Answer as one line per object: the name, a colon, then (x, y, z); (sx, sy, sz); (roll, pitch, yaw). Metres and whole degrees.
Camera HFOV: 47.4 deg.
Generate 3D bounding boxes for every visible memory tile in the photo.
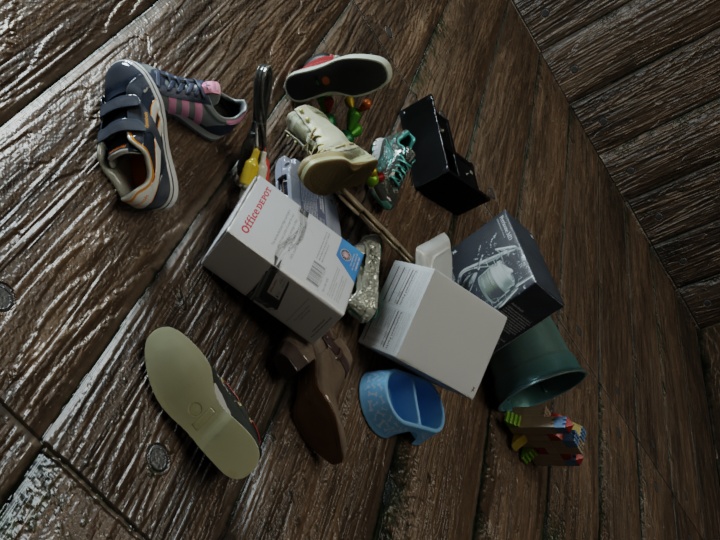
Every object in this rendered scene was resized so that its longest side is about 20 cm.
memory tile: (0.018, -0.088, 1.456); (0.200, 0.017, 0.153); (43, 5, -29)

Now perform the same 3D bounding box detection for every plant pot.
plant pot: (0.347, 0.166, 1.729); (0.199, 0.199, 0.199); (18, 46, -52)

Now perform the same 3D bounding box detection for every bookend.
bookend: (0.191, -0.257, 1.856); (0.199, 0.091, 0.202); (24, 49, -51)

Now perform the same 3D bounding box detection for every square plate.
square plate: (0.140, 0.043, 1.526); (0.198, 0.028, 0.204); (-28, 119, -68)

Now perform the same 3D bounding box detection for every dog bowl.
dog bowl: (0.076, 0.225, 1.373); (0.199, 0.049, 0.113); (27, 48, -49)

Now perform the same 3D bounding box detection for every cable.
cable: (-0.144, -0.203, 1.233); (0.097, 0.050, 0.203); (-28, 137, -70)

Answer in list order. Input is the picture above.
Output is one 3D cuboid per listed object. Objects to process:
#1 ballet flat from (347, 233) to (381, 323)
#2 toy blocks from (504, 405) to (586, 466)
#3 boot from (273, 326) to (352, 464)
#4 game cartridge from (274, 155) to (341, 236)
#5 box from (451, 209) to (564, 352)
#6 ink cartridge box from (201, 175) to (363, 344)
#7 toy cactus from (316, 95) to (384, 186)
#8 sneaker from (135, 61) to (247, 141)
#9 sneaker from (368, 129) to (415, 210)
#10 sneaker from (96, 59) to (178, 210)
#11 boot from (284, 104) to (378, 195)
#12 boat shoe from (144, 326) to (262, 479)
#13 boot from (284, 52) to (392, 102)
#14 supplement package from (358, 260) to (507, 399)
ballet flat: (0.000, 0.000, 1.389); (0.072, 0.071, 0.202); (44, 30, -32)
toy blocks: (0.403, 0.346, 1.705); (0.201, 0.135, 0.101); (53, 45, -35)
boot: (-0.050, 0.161, 1.198); (0.203, 0.069, 0.146); (64, 28, -4)
game cartridge: (-0.083, -0.076, 1.345); (0.132, 0.041, 0.203); (26, 49, -44)
box: (0.272, 0.028, 1.647); (0.123, 0.196, 0.202); (33, 30, -41)
ink cartridge box: (-0.106, -0.017, 1.165); (0.199, 0.084, 0.146); (37, 37, -13)
toy cactus: (-0.030, -0.230, 1.498); (0.165, 0.101, 0.203); (-44, 116, -49)
sneaker: (-0.245, -0.254, 1.160); (0.199, 0.081, 0.071); (18, 54, -52)
sneaker: (0.067, -0.208, 1.623); (0.077, 0.090, 0.203); (40, 39, -35)
sneaker: (-0.290, -0.176, 1.037); (0.079, 0.077, 0.203); (-5, 75, -65)
boot: (-0.075, -0.203, 1.348); (0.155, 0.072, 0.199); (45, 29, 16)
boat shoe: (-0.190, 0.158, 0.985); (0.203, 0.073, 0.063); (54, -5, -1)
boot: (-0.026, -0.366, 1.483); (0.145, 0.196, 0.074); (-61, 142, -55)
supplement package: (0.125, 0.100, 1.391); (0.199, 0.110, 0.158); (31, 80, -35)
